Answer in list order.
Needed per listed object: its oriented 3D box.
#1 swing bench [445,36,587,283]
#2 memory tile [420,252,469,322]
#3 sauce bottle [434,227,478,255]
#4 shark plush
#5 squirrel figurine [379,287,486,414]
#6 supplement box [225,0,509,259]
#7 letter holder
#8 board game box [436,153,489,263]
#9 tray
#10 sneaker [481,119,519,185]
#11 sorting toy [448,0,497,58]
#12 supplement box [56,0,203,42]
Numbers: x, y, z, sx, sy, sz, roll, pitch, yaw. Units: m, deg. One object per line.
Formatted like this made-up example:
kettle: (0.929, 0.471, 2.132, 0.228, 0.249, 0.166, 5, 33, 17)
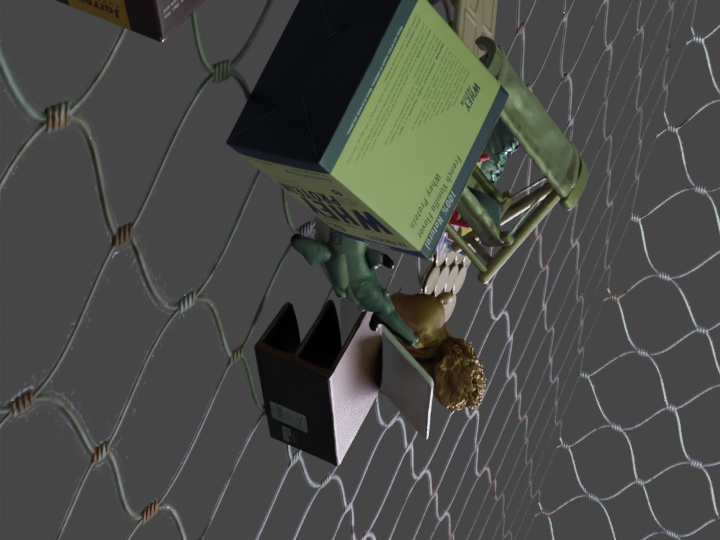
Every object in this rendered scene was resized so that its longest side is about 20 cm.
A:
swing bench: (0.148, -0.133, 1.562, 0.200, 0.199, 0.130, -41, -157, 4)
memory tile: (0.131, 0.013, 2.086, 0.200, 0.017, 0.154, 0, 111, -69)
sauce bottle: (0.122, -0.056, 1.908, 0.200, 0.064, 0.065, -15, 125, -66)
shark plush: (0.000, 0.000, 1.491, 0.083, 0.201, 0.091, -29, 172, 34)
squirrel figurine: (0.101, 0.105, 1.821, 0.142, 0.200, 0.187, -49, 167, -27)
supplement box: (0.012, -0.151, 1.303, 0.200, 0.134, 0.201, 38, 74, -46)
letter holder: (-0.044, 0.115, 1.602, 0.142, 0.100, 0.200, -58, 159, -32)
board game box: (0.144, -0.102, 1.728, 0.200, 0.039, 0.158, 85, 25, -57)
tray: (0.036, 0.115, 1.678, 0.022, 0.200, 0.108, -25, 141, -24)
sneaker: (0.190, -0.164, 1.880, 0.074, 0.087, 0.201, 1, 96, -71)
sorting toy: (0.140, -0.316, 1.679, 0.185, 0.036, 0.201, 18, 82, -71)
supplement box: (-0.162, -0.262, 0.847, 0.086, 0.110, 0.200, -54, 157, -32)
